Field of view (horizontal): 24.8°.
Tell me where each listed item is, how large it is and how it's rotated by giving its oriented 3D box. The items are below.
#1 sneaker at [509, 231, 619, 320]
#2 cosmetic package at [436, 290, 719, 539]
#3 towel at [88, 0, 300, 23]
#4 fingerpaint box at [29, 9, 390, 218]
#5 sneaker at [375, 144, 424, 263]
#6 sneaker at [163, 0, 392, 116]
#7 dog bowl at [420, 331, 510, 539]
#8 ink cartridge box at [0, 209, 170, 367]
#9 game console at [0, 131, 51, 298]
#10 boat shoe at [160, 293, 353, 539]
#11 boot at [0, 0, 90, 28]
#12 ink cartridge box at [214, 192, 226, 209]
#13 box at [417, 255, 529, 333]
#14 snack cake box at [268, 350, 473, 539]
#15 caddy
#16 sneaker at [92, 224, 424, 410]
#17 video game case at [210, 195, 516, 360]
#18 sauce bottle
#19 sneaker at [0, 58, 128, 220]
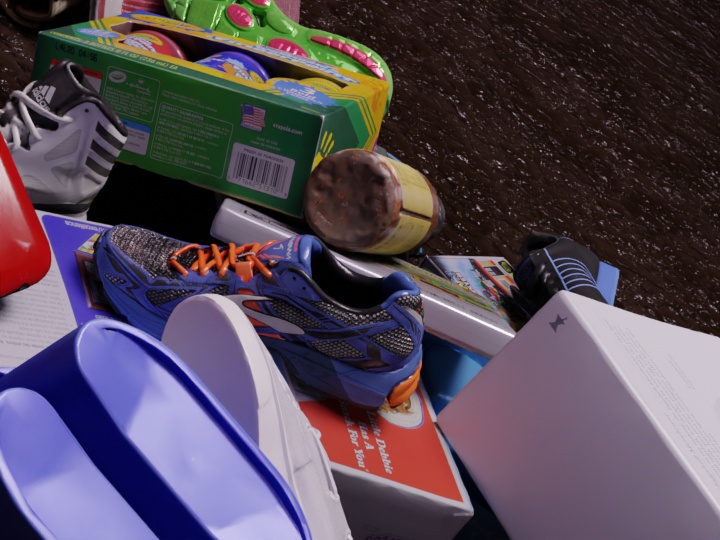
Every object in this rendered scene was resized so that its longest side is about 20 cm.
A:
[{"bbox_3d":[0.150,0.028,1.232,0.078,0.070,0.200,29,19,-4],"label":"sneaker"},{"bbox_3d":[0.184,0.136,0.980,0.200,0.123,0.200,18,33,-50],"label":"cosmetic package"},{"bbox_3d":[-0.129,-0.198,1.286,0.199,0.145,0.023,6,0,-44],"label":"towel"},{"bbox_3d":[-0.099,-0.112,1.105,0.199,0.074,0.167,18,17,12],"label":"fingerpaint box"},{"bbox_3d":[0.027,-0.038,1.259,0.082,0.073,0.200,28,26,-17],"label":"sneaker"},{"bbox_3d":[-0.069,-0.159,1.226,0.200,0.084,0.077,36,63,13],"label":"sneaker"},{"bbox_3d":[0.066,0.114,1.071,0.111,0.050,0.200,24,28,-25],"label":"dog bowl"},{"bbox_3d":[-0.163,0.047,0.894,0.198,0.043,0.200,13,38,-40],"label":"ink cartridge box"},{"bbox_3d":[-0.290,-0.032,0.835,0.200,0.119,0.173,-24,90,-41],"label":"game console"},{"bbox_3d":[-0.044,0.107,0.847,0.068,0.072,0.201,-7,71,-56],"label":"boat shoe"},{"bbox_3d":[-0.200,-0.215,1.283,0.200,0.073,0.155,50,33,-7],"label":"boot"},{"bbox_3d":[-0.074,-0.107,1.252,0.099,0.039,0.201,18,43,-34],"label":"ink cartridge box"},{"bbox_3d":[0.131,0.068,1.251,0.110,0.035,0.200,1,42,-52],"label":"box"},{"bbox_3d":[-0.020,0.084,0.991,0.115,0.067,0.200,23,28,-30],"label":"snack cake box"},{"bbox_3d":[-0.118,0.122,0.749,0.200,0.105,0.141,50,38,-3],"label":"caddy"},{"bbox_3d":[-0.053,0.008,0.925,0.199,0.079,0.075,16,32,-5],"label":"sneaker"},{"bbox_3d":[0.000,0.000,1.063,0.199,0.023,0.182,23,5,-5],"label":"video game case"},{"bbox_3d":[0.016,-0.040,1.076,0.066,0.066,0.200,42,7,12],"label":"sauce bottle"},{"bbox_3d":[-0.223,-0.084,0.966,0.200,0.116,0.076,3,40,-50],"label":"sneaker"}]
